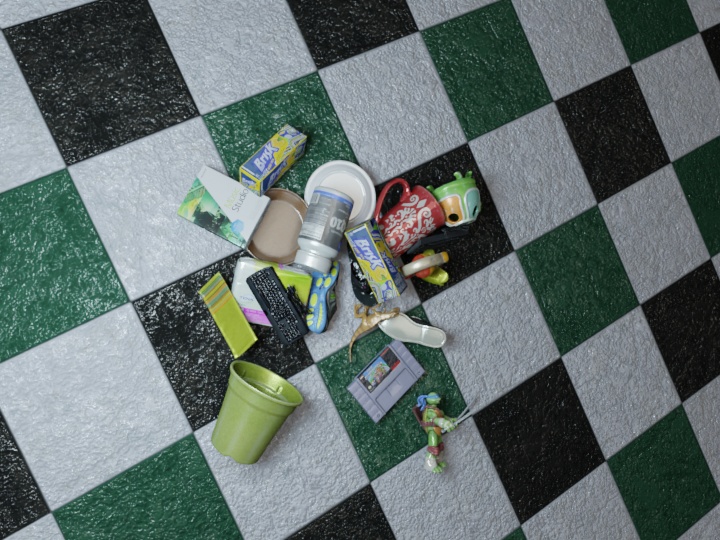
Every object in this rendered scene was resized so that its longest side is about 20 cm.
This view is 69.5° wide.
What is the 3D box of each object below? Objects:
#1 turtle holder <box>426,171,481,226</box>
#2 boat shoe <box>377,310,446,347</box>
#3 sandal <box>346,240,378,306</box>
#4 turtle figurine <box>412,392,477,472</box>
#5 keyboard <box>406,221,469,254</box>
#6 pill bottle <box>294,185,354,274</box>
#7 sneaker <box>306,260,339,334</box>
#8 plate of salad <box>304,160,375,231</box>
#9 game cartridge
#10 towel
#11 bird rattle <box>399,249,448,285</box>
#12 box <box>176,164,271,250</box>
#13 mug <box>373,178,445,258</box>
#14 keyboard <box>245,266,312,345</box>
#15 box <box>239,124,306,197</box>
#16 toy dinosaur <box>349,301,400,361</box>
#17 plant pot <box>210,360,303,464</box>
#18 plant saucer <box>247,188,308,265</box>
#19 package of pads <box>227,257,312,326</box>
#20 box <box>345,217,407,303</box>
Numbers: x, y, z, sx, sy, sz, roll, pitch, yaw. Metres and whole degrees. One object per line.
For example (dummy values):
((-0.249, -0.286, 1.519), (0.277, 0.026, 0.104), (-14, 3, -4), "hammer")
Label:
((0.273, -0.192, 1.474), (0.138, 0.185, 0.134), (-21, 84, 11), "turtle holder")
((0.141, 0.160, 1.441), (0.195, 0.060, 0.076), (14, 92, 0), "boat shoe")
((-0.001, 0.000, 1.395), (0.074, 0.048, 0.205), (-19, 75, 15), "sandal")
((0.240, 0.440, 1.408), (0.195, 0.144, 0.199), (8, 88, -11), "turtle figurine")
((0.227, -0.088, 1.424), (0.197, 0.127, 0.021), (-16, 71, -37), "keyboard")
((-0.096, -0.101, 1.329), (0.112, 0.114, 0.204), (19, 85, -13), "pill bottle")
((-0.097, 0.069, 1.377), (0.069, 0.083, 0.204), (5, 72, 14), "sneaker")
((-0.055, -0.197, 1.419), (0.195, 0.048, 0.206), (0, 90, -7), "plate of salad")
((0.070, 0.299, 1.426), (0.200, 0.038, 0.130), (-43, 102, -15), "game cartridge")
((-0.328, 0.110, 1.276), (0.086, 0.018, 0.202), (-41, 73, 25), "towel")
((0.152, -0.011, 1.412), (0.196, 0.163, 0.115), (-7, 76, -23), "bird rattle")
((-0.344, -0.160, 1.315), (0.197, 0.036, 0.147), (26, 79, 4), "box")
((0.103, -0.135, 1.429), (0.199, 0.134, 0.178), (-38, 79, -10), "mug")
((-0.193, 0.083, 1.280), (0.103, 0.040, 0.203), (-30, 106, -3), "keyboard")
((-0.222, -0.284, 1.330), (0.069, 0.065, 0.201), (32, 59, 8), "box")
((0.014, 0.142, 1.398), (0.199, 0.107, 0.060), (-39, 141, 18), "toy dinosaur")
((-0.265, 0.352, 1.259), (0.197, 0.200, 0.187), (27, 91, -12), "plant pot")
((-0.221, -0.113, 1.371), (0.195, 0.037, 0.206), (1, 85, -17), "plant saucer")
((-0.230, 0.058, 1.323), (0.195, 0.068, 0.158), (12, 98, -16), "package of pads")
((0.041, -0.026, 1.327), (0.203, 0.069, 0.064), (64, 31, -9), "box")
